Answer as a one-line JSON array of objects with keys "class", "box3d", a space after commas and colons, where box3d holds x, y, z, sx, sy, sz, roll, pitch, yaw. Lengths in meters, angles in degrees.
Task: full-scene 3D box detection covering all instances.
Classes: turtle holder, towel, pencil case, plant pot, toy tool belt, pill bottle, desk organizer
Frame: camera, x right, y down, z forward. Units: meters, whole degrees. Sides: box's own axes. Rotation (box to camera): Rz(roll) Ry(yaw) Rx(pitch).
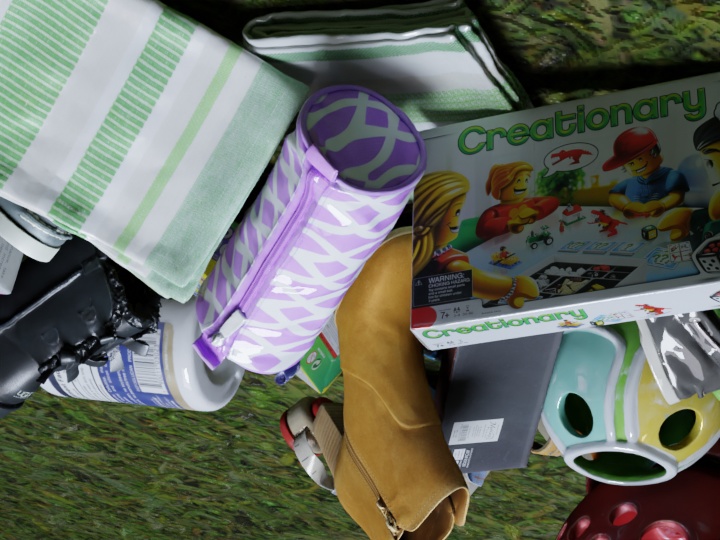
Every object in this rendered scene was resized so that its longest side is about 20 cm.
[{"class": "turtle holder", "box3d": [0.204, 0.073, 1.143, 0.185, 0.132, 0.141, -1, 152, 31]}, {"class": "towel", "box3d": [-0.152, -0.090, 0.966, 0.199, 0.153, 0.023, 30, -163, -4]}, {"class": "pencil case", "box3d": [-0.036, -0.019, 0.982, 0.084, 0.085, 0.200, 50, 136, 17]}, {"class": "plant pot", "box3d": [0.227, 0.225, 1.211, 0.200, 0.183, 0.201, 16, 146, 11]}, {"class": "toy tool belt", "box3d": [0.042, 0.129, 1.411, 0.200, 0.125, 0.123, 29, 121, -37]}, {"class": "pill bottle", "box3d": [-0.198, 0.049, 1.338, 0.199, 0.112, 0.111, 4, 155, 22]}, {"class": "towel", "box3d": [0.037, -0.096, 1.001, 0.149, 0.031, 0.200, 3, 156, 30]}, {"class": "desk organizer", "box3d": [0.085, 0.049, 1.134, 0.071, 0.077, 0.200, -5, 140, -10]}]

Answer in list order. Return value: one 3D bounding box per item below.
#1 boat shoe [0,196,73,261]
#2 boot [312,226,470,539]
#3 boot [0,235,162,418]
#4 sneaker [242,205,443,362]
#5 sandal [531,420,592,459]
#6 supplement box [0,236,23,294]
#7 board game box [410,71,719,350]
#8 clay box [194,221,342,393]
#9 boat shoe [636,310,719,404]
[{"class": "boat shoe", "box3d": [-0.237, -0.095, 1.043, 0.200, 0.062, 0.073, 48, -169, 17]}, {"class": "boot", "box3d": [0.034, 0.088, 1.095, 0.071, 0.144, 0.202, -4, 128, -31]}, {"class": "boot", "box3d": [-0.247, 0.000, 1.265, 0.162, 0.199, 0.073, -31, 162, 22]}, {"class": "sneaker", "box3d": [0.000, 0.000, 1.188, 0.200, 0.075, 0.086, 38, 155, -28]}, {"class": "sandal", "box3d": [0.143, 0.114, 1.337, 0.080, 0.054, 0.200, 26, 164, 34]}, {"class": "supplement box", "box3d": [-0.323, -0.070, 1.159, 0.101, 0.104, 0.200, -2, 154, 30]}, {"class": "board game box", "box3d": [0.125, -0.032, 0.915, 0.199, 0.127, 0.035, -10, 151, 21]}, {"class": "clay box", "box3d": [-0.098, -0.005, 1.168, 0.200, 0.048, 0.115, 37, 169, 30]}, {"class": "boat shoe", "box3d": [0.176, -0.012, 1.009, 0.057, 0.067, 0.201, -22, 112, 14]}]
